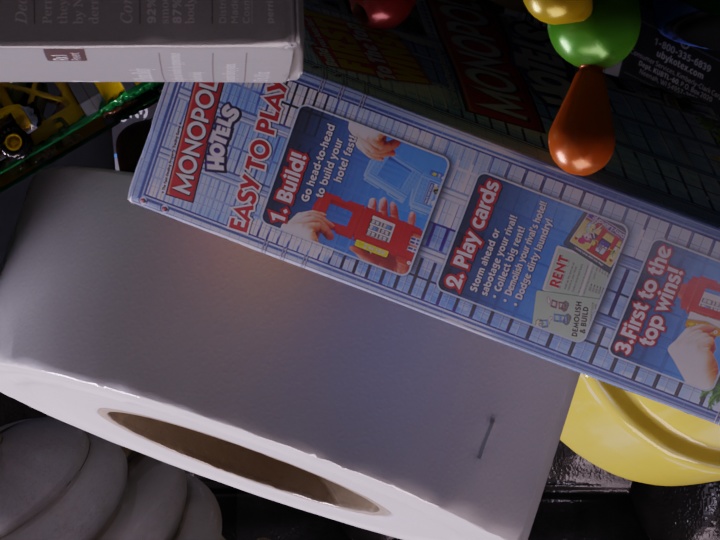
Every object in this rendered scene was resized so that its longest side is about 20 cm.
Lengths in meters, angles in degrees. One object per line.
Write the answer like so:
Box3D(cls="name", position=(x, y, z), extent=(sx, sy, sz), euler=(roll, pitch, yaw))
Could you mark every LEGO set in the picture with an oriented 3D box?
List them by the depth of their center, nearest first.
Box3D(cls="LEGO set", position=(-0.133, -0.086, 0.930), extent=(0.153, 0.116, 0.200), euler=(-30, -177, 6))

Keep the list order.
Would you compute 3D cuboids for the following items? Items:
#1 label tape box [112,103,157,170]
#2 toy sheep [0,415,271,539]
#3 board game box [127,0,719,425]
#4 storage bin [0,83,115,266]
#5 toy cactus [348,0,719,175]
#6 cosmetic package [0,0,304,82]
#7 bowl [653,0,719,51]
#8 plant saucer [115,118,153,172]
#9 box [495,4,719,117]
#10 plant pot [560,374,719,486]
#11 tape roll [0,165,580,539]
Box3D(cls="label tape box", position=(-0.074, -0.029, 1.315), extent=(0.199, 0.145, 0.063), euler=(-3, 176, 35))
Box3D(cls="toy sheep", position=(-0.113, 0.121, 1.156), extent=(0.137, 0.200, 0.138), euler=(-31, -159, 13))
Box3D(cls="board game box", position=(0.029, -0.041, 0.888), extent=(0.199, 0.062, 0.200), euler=(16, -158, -13))
Box3D(cls="storage bin", position=(-0.182, -0.021, 1.161), extent=(0.198, 0.135, 0.146), euler=(-1, 177, -4))
Box3D(cls="toy cactus", position=(0.074, -0.090, 0.859), extent=(0.199, 0.103, 0.165), euler=(-9, -169, -26))
Box3D(cls="cosmetic package", position=(-0.115, -0.092, 0.742), extent=(0.198, 0.091, 0.107), euler=(-3, 180, -1))
Box3D(cls="bowl", position=(0.194, -0.102, 0.983), extent=(0.199, 0.040, 0.201), euler=(0, 177, 0))
Box3D(cls="plant saucer", position=(0.000, 0.000, 1.039), extent=(0.199, 0.035, 0.200), euler=(17, 166, 5))
Box3D(cls="box", position=(0.034, -0.047, 1.109), extent=(0.122, 0.107, 0.200), euler=(24, 165, -28))
Box3D(cls="plant pot", position=(0.191, -0.004, 1.352), extent=(0.200, 0.202, 0.189), euler=(2, 171, -29))
Box3D(cls="tape roll", position=(-0.028, 0.034, 0.963), extent=(0.201, 0.071, 0.202), euler=(19, 169, 4))
